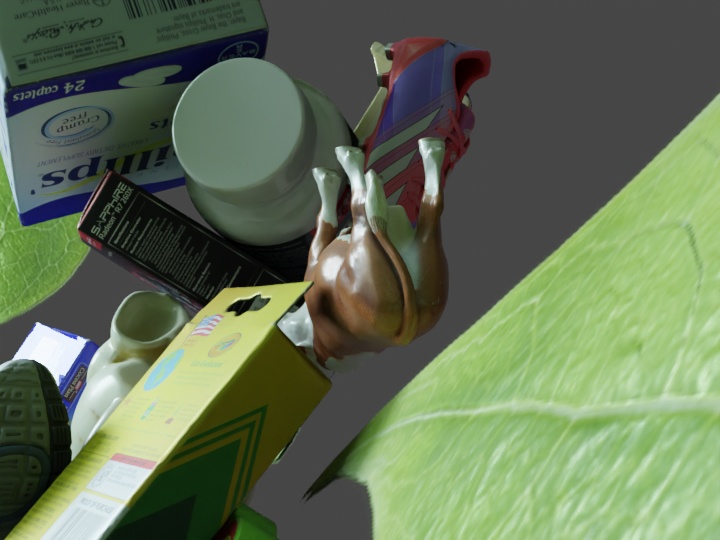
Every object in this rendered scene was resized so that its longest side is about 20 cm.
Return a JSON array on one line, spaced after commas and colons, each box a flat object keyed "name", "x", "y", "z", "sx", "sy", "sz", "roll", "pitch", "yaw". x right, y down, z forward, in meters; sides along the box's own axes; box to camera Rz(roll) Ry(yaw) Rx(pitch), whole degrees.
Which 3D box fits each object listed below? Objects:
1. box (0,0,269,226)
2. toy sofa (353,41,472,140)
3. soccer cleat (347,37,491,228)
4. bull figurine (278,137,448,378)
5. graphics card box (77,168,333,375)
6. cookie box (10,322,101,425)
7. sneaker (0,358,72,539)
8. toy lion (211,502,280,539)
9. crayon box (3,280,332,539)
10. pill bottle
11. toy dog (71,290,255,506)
[{"name": "box", "x": -0.170, "y": -0.138, "z": 1.039, "sx": 0.182, "sy": 0.106, "sz": 0.200, "roll": -16, "pitch": -20, "yaw": -15}, {"name": "toy sofa", "x": 0.008, "y": -0.067, "z": 1.151, "sx": 0.201, "sy": 0.097, "sz": 0.083, "roll": -58, "pitch": -18, "yaw": -6}, {"name": "soccer cleat", "x": 0.040, "y": -0.079, "z": 0.997, "sx": 0.067, "sy": 0.076, "sz": 0.201, "roll": 72, "pitch": -156, "yaw": -53}, {"name": "bull figurine", "x": 0.000, "y": 0.000, "z": 0.815, "sx": 0.200, "sy": 0.065, "sz": 0.123, "roll": 163, "pitch": 107, "yaw": -69}, {"name": "graphics card box", "x": -0.102, "y": 0.007, "z": 1.020, "sx": 0.051, "sy": 0.199, "sz": 0.125, "roll": -60, "pitch": 8, "yaw": -7}, {"name": "cookie box", "x": -0.218, "y": 0.167, "z": 1.157, "sx": 0.075, "sy": 0.200, "sz": 0.172, "roll": 15, "pitch": 67, "yaw": 41}, {"name": "sneaker", "x": -0.215, "y": 0.144, "z": 0.871, "sx": 0.087, "sy": 0.074, "sz": 0.202, "roll": -123, "pitch": 44, "yaw": -72}, {"name": "toy lion", "x": -0.111, "y": 0.210, "z": 0.783, "sx": 0.201, "sy": 0.068, "sz": 0.192, "roll": -58, "pitch": 14, "yaw": 0}, {"name": "crayon box", "x": -0.097, "y": 0.095, "z": 0.798, "sx": 0.200, "sy": 0.051, "sz": 0.127, "roll": -51, "pitch": 20, "yaw": -20}, {"name": "pill bottle", "x": -0.055, "y": -0.066, "z": 1.016, "sx": 0.120, "sy": 0.119, "sz": 0.200, "roll": -58, "pitch": -19, "yaw": -6}, {"name": "toy dog", "x": -0.137, "y": 0.149, "z": 0.956, "sx": 0.194, "sy": 0.139, "sz": 0.201, "roll": -61, "pitch": -5, "yaw": -66}]
